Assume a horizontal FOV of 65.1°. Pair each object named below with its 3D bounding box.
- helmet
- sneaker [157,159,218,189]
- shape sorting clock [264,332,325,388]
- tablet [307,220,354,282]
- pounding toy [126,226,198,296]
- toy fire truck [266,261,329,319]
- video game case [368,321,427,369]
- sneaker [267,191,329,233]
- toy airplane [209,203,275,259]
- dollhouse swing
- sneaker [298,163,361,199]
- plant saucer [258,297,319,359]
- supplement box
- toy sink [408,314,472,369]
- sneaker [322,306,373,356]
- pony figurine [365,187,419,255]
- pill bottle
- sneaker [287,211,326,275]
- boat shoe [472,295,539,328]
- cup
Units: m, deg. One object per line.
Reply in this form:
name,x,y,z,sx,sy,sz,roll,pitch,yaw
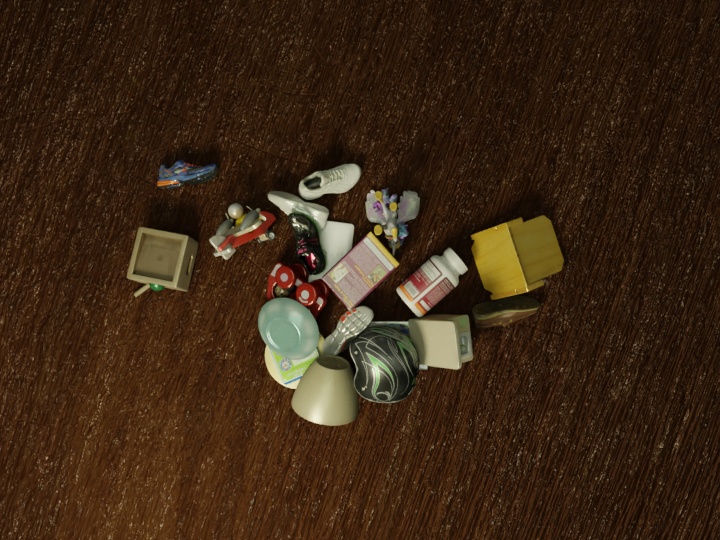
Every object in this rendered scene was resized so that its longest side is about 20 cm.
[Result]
helmet,0.068,0.254,1.597,0.197,0.200,0.193,1,109,5
sneaker,-0.530,-0.304,1.719,0.197,0.075,0.080,-10,88,4
shape sorting clock,-0.193,0.260,1.720,0.197,0.039,0.203,0,90,5
tablet,-0.093,-0.047,1.716,0.128,0.014,0.203,7,92,5
pounding toy,-0.610,-0.011,1.717,0.181,0.142,0.203,10,82,4
toy fire truck,-0.200,0.079,1.679,0.199,0.112,0.169,37,105,12
video game case,0.103,0.226,1.704,0.197,0.018,0.146,-1,91,5
sneaker,-0.196,-0.173,1.695,0.198,0.075,0.089,23,114,11
toy airplane,-0.358,-0.123,1.645,0.197,0.199,0.143,-19,100,7
dollhouse swing,0.461,-0.047,1.655,0.181,0.175,0.203,-19,90,47
sneaker,-0.089,-0.265,1.661,0.198,0.099,0.079,-22,86,-1
plant saucer,-0.218,0.180,1.643,0.198,0.039,0.204,8,114,18
supplement box,0.000,0.000,1.656,0.200,0.103,0.131,-42,93,1
toy sink,0.243,0.196,1.593,0.111,0.199,0.132,-8,90,-33
sneaker,-0.031,0.181,1.685,0.200,0.082,0.077,-43,67,15
pony figurine,0.085,-0.157,1.626,0.164,0.200,0.196,-2,76,12
pill bottle,0.211,0.032,1.641,0.200,0.113,0.113,-41,88,5
sneaker,-0.157,-0.079,1.652,0.076,0.084,0.202,-19,104,22
boat shoe,0.425,0.125,1.653,0.197,0.072,0.068,-10,124,-3
cup,-0.091,0.328,1.621,0.197,0.200,0.145,11,104,5
